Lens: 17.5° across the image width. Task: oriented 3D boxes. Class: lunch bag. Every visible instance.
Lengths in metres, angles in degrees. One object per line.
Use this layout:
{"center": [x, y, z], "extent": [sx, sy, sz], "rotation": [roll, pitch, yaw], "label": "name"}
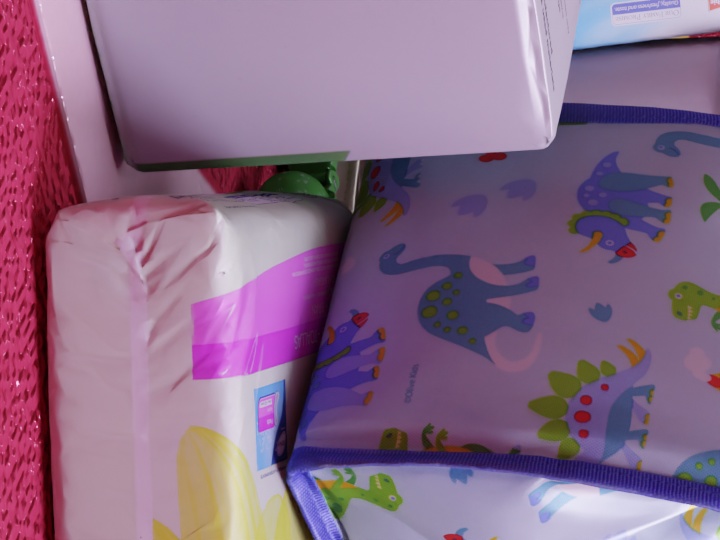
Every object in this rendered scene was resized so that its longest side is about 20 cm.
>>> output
{"center": [0.093, 0.038, 0.764], "extent": [0.128, 0.198, 0.171], "rotation": [73, 21, -44], "label": "lunch bag"}

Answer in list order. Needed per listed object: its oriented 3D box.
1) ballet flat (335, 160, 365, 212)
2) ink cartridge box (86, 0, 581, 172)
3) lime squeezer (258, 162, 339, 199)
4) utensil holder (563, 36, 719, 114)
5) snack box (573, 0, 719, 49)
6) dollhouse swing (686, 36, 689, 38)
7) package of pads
{"center": [0.000, 0.000, 0.971], "extent": [0.069, 0.069, 0.202], "rotation": [16, 74, -77], "label": "ballet flat"}
{"center": [0.002, -0.124, 0.808], "extent": [0.201, 0.144, 0.084], "rotation": [-74, 157, -54], "label": "ink cartridge box"}
{"center": [-0.028, -0.046, 0.912], "extent": [0.071, 0.037, 0.201], "rotation": [66, 27, -60], "label": "lime squeezer"}
{"center": [0.089, -0.021, 1.067], "extent": [0.170, 0.198, 0.172], "rotation": [-1, 90, -78], "label": "utensil holder"}
{"center": [0.123, -0.146, 1.111], "extent": [0.200, 0.115, 0.037], "rotation": [-89, 172, -72], "label": "snack box"}
{"center": [0.102, -0.102, 1.406], "extent": [0.181, 0.175, 0.201], "rotation": [-30, 123, -42], "label": "dollhouse swing"}
{"center": [-0.045, 0.075, 0.758], "extent": [0.154, 0.068, 0.202], "rotation": [-11, 101, -76], "label": "package of pads"}
